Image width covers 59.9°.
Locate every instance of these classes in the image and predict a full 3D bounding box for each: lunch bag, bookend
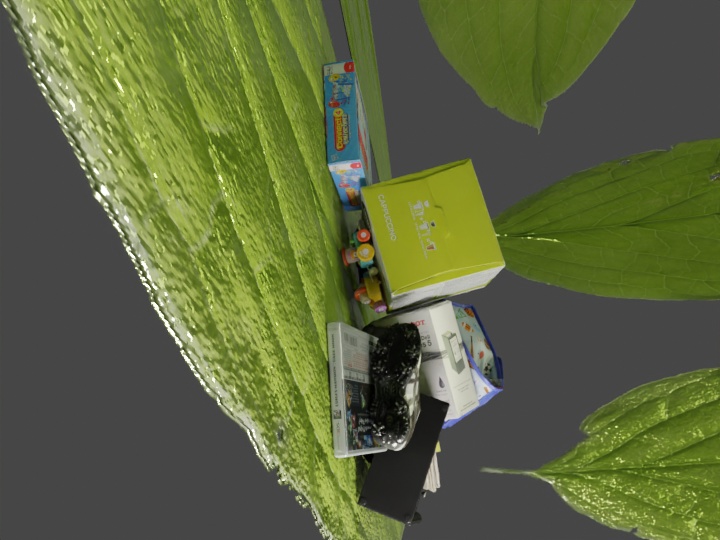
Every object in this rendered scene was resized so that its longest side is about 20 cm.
[{"bbox_3d":[0.180,0.188,1.236,0.124,0.170,0.200,10,46,-41],"label":"lunch bag"},{"bbox_3d":[0.085,0.326,1.086,0.200,0.092,0.199,66,44,-67],"label":"bookend"}]

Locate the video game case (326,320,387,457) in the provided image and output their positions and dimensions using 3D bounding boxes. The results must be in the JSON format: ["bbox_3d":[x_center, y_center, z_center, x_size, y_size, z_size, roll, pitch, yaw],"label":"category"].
[{"bbox_3d":[-0.002,0.179,0.930,0.200,0.023,0.182,37,46,-68],"label":"video game case"}]

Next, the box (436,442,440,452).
[{"bbox_3d":[0.120,0.367,1.511,0.200,0.075,0.050,-124,-158,-62],"label":"box"}]

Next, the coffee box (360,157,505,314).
[{"bbox_3d":[0.119,-0.054,1.126,0.198,0.200,0.200,87,-12,-77],"label":"coffee box"}]

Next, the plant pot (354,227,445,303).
[{"bbox_3d":[0.088,-0.022,1.355,0.200,0.180,0.200,28,56,-82],"label":"plant pot"}]

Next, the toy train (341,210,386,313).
[{"bbox_3d":[0.000,0.000,1.148,0.150,0.056,0.200,-110,-174,-61],"label":"toy train"}]

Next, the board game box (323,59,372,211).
[{"bbox_3d":[-0.020,-0.236,1.133,0.200,0.056,0.196,67,19,-70],"label":"board game box"}]

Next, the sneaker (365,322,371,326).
[{"bbox_3d":[0.047,0.210,1.264,0.085,0.073,0.200,70,14,-57],"label":"sneaker"}]

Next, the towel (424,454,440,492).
[{"bbox_3d":[0.087,0.338,1.238,0.200,0.034,0.133,26,-50,53],"label":"towel"}]

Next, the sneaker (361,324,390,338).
[{"bbox_3d":[0.031,0.177,1.070,0.075,0.079,0.200,75,20,-51],"label":"sneaker"}]

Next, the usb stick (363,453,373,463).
[{"bbox_3d":[0.026,0.252,1.151,0.055,0.033,0.200,59,29,-50],"label":"usb stick"}]

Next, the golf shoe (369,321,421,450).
[{"bbox_3d":[0.057,0.180,0.974,0.095,0.078,0.200,62,36,-56],"label":"golf shoe"}]

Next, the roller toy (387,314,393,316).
[{"bbox_3d":[0.113,0.210,1.514,0.182,0.140,0.200,-58,142,-85],"label":"roller toy"}]

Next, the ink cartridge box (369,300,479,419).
[{"bbox_3d":[0.116,0.170,1.156,0.084,0.145,0.200,-13,86,-50],"label":"ink cartridge box"}]
